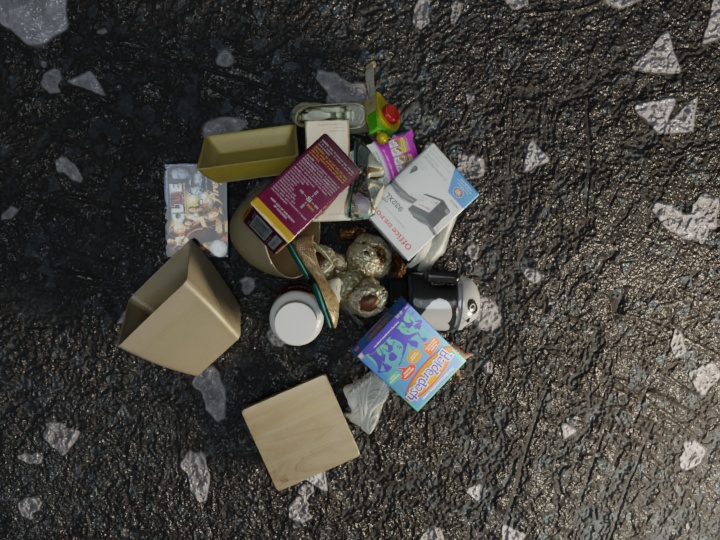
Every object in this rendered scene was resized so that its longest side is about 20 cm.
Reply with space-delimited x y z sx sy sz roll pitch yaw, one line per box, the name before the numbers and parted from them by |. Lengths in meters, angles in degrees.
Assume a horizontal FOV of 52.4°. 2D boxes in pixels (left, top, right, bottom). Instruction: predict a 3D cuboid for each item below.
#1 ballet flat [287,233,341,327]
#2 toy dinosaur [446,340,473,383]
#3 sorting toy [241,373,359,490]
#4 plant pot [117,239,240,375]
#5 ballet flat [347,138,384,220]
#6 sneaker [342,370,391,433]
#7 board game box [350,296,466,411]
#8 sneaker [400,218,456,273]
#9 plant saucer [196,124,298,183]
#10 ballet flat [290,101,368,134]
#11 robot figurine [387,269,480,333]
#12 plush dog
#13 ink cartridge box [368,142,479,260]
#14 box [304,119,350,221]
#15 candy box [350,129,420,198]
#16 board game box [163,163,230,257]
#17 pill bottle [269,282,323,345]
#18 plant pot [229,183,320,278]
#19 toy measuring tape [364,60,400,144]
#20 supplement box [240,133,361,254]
ballet flat | -0.076 0.014 1.449 0.065 0.071 0.201 -26 86 -13
toy dinosaur | 0.152 0.182 1.608 0.198 0.086 0.137 -11 100 0
sorting toy | -0.131 0.350 1.623 0.199 0.070 0.200 -23 98 0
plant pot | -0.356 0.093 1.514 0.200 0.200 0.177 -42 116 12
ballet flat | 0.015 -0.181 1.464 0.071 0.072 0.201 8 55 -4
sneaker | 0.013 0.263 1.603 0.099 0.078 0.201 22 112 4
board game box | 0.102 0.175 1.517 0.152 0.045 0.200 -47 115 0
sneaker | 0.167 -0.084 1.594 0.079 0.074 0.201 32 92 -30
plant saucer | -0.223 -0.234 1.494 0.198 0.200 0.049 -8 119 -2
ballet flat | -0.048 -0.324 1.546 0.198 0.069 0.070 -2 97 -3
robot figurine | 0.158 0.068 1.576 0.198 0.150 0.126 2 82 -3
plush dog | 0.000 0.000 1.562 0.200 0.161 0.172 37 75 13
ink cartridge box | 0.120 -0.139 1.502 0.200 0.084 0.145 -43 92 3
box | -0.066 -0.201 1.493 0.094 0.078 0.202 -3 94 -2
candy box | 0.034 -0.206 1.567 0.199 0.061 0.137 -17 97 -1
board game box | -0.350 -0.128 1.568 0.134 0.035 0.202 0 97 -3
pill bottle | -0.132 0.092 1.525 0.112 0.200 0.114 0 98 -4
plant pot | -0.192 -0.086 1.522 0.134 0.200 0.202 2 99 31
toy measuring tape | 0.046 -0.345 1.531 0.073 0.074 0.201 -2 63 -3
supplement box | -0.113 -0.140 1.364 0.103 0.131 0.200 46 73 -6
